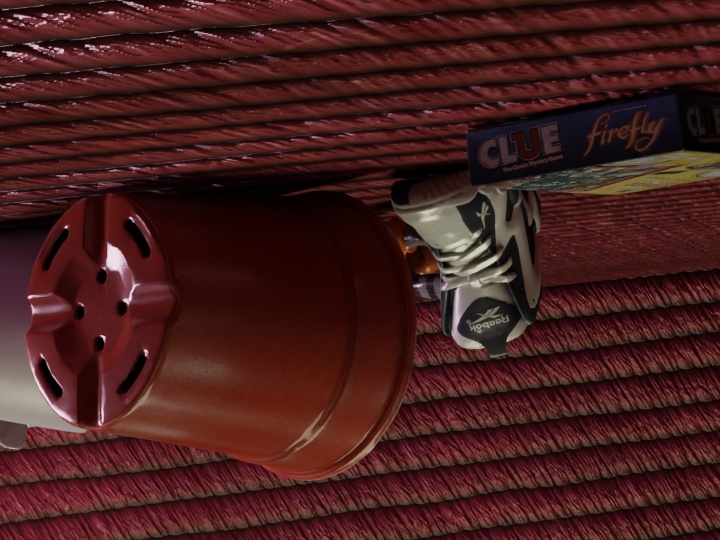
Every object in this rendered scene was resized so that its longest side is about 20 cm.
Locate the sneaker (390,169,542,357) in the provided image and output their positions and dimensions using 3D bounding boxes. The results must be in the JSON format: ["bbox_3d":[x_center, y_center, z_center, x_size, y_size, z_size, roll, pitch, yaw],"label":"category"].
[{"bbox_3d":[0.083,-0.003,1.325,0.079,0.131,0.199,-8,176,16],"label":"sneaker"}]

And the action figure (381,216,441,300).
[{"bbox_3d":[0.000,0.000,1.489,0.193,0.105,0.199,-21,171,34],"label":"action figure"}]

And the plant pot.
[{"bbox_3d":[-0.100,0.033,1.219,0.200,0.202,0.195,-10,167,42],"label":"plant pot"}]

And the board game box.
[{"bbox_3d":[0.170,-0.074,1.115,0.135,0.035,0.200,-9,176,32],"label":"board game box"}]

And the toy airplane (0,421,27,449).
[{"bbox_3d":[-0.411,0.125,1.782,0.198,0.142,0.200,21,167,36],"label":"toy airplane"}]

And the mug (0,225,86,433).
[{"bbox_3d":[-0.269,0.044,1.331,0.152,0.150,0.187,2,160,-12],"label":"mug"}]
